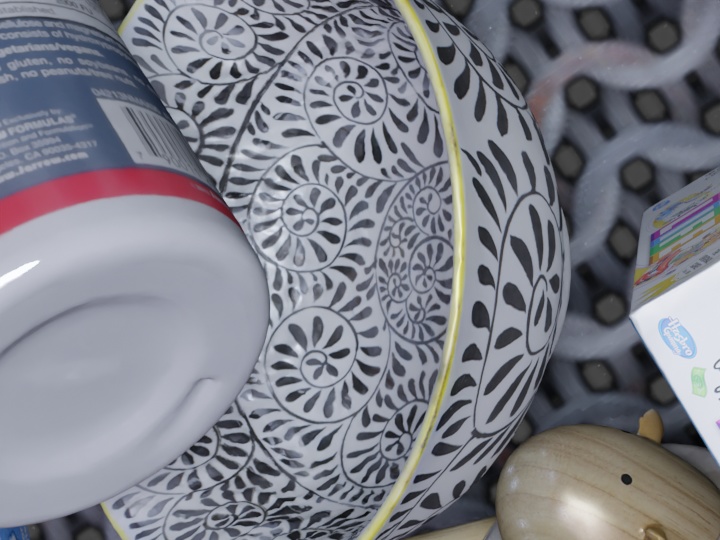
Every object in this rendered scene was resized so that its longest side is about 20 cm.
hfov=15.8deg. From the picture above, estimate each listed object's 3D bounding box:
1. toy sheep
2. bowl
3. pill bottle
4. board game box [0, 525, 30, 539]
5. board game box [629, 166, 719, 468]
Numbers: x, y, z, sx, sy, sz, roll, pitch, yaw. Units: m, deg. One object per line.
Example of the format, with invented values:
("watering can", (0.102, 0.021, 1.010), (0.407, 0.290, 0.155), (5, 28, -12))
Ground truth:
("toy sheep", (0.087, 0.128, 0.785), (0.138, 0.138, 0.200), (-16, 124, 9))
("bowl", (0.000, 0.000, 0.774), (0.094, 0.201, 0.201), (5, 102, -37))
("pill bottle", (-0.120, -0.036, 0.749), (0.120, 0.120, 0.200), (-41, 56, 11))
("board game box", (-0.190, 0.077, 0.856), (0.151, 0.037, 0.200), (-12, 98, 8))
("board game box", (0.125, 0.044, 0.727), (0.034, 0.200, 0.135), (-32, 94, 11))
